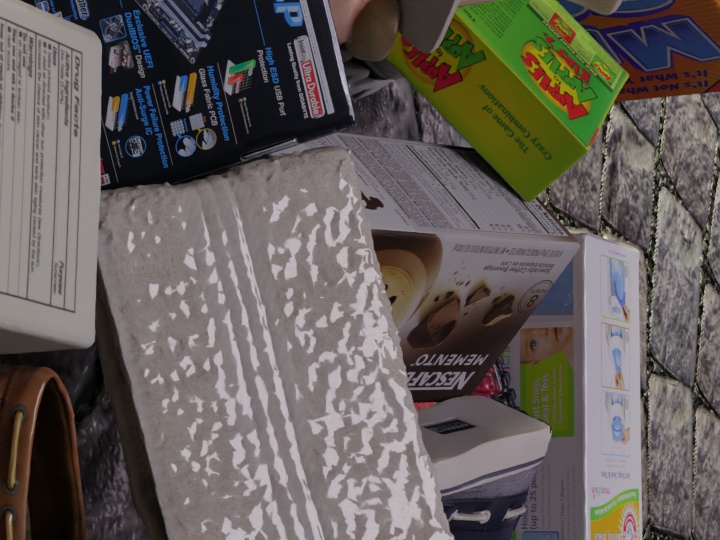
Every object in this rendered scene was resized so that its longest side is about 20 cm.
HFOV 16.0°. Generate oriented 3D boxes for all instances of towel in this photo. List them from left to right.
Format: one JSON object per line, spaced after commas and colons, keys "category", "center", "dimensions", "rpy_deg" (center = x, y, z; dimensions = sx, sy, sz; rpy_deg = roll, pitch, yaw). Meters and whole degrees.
{"category": "towel", "center": [-0.040, 0.053, 1.100], "dimensions": [0.132, 0.034, 0.201], "rpy_deg": [-13, 88, -24]}

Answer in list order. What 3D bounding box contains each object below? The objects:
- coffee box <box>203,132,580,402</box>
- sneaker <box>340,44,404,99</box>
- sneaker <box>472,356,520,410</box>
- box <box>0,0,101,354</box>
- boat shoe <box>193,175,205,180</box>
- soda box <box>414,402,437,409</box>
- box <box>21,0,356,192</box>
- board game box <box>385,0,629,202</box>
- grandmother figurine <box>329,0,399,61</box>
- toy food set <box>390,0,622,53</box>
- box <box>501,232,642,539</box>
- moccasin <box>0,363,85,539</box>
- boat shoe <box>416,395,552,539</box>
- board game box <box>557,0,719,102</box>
{"category": "coffee box", "center": [0.000, 0.000, 1.252], "dimensions": [0.199, 0.113, 0.080], "rpy_deg": [3, 39, -51]}
{"category": "sneaker", "center": [-0.008, -0.157, 1.366], "dimensions": [0.200, 0.081, 0.076], "rpy_deg": [33, 59, -57]}
{"category": "sneaker", "center": [0.036, 0.036, 1.445], "dimensions": [0.081, 0.074, 0.201], "rpy_deg": [25, 51, -72]}
{"category": "box", "center": [-0.191, -0.044, 0.931], "dimensions": [0.200, 0.108, 0.129], "rpy_deg": [21, 68, -63]}
{"category": "boat shoe", "center": [-0.065, -0.094, 1.246], "dimensions": [0.200, 0.070, 0.064], "rpy_deg": [51, 43, -47]}
{"category": "soda box", "center": [-0.020, 0.083, 1.323], "dimensions": [0.200, 0.063, 0.071], "rpy_deg": [-31, 114, -62]}
{"category": "box", "center": [-0.100, -0.135, 1.095], "dimensions": [0.046, 0.158, 0.201], "rpy_deg": [-148, -138, -66]}
{"category": "board game box", "center": [0.043, -0.138, 1.302], "dimensions": [0.200, 0.048, 0.102], "rpy_deg": [45, 31, -7]}
{"category": "grandmother figurine", "center": [-0.076, -0.158, 1.156], "dimensions": [0.199, 0.061, 0.122], "rpy_deg": [14, 58, -27]}
{"category": "toy food set", "center": [0.100, -0.179, 1.223], "dimensions": [0.200, 0.060, 0.144], "rpy_deg": [-17, 134, -57]}
{"category": "box", "center": [0.100, 0.085, 1.515], "dimensions": [0.101, 0.112, 0.201], "rpy_deg": [13, 75, -65]}
{"category": "moccasin", "center": [-0.129, 0.136, 1.070], "dimensions": [0.074, 0.077, 0.203], "rpy_deg": [-26, 110, -65]}
{"category": "boat shoe", "center": [0.021, 0.121, 1.255], "dimensions": [0.199, 0.074, 0.093], "rpy_deg": [-3, 111, -51]}
{"category": "board game box", "center": [0.129, -0.233, 1.519], "dimensions": [0.200, 0.199, 0.201], "rpy_deg": [43, 49, -54]}
